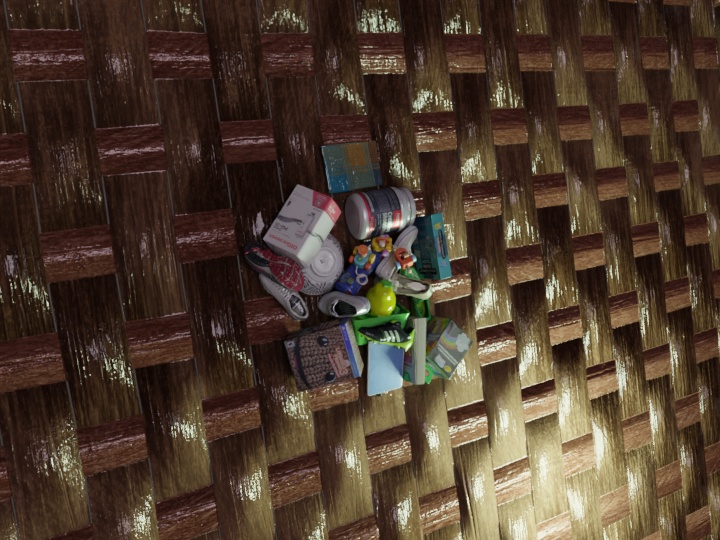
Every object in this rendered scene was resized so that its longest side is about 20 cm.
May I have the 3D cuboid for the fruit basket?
[{"bbox_3d":[0.049,0.115,1.734,0.210,0.155,0.223,-7,108,-23],"label":"fruit basket"}]

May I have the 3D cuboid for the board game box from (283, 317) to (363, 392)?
[{"bbox_3d":[-0.107,0.246,1.652,0.194,0.097,0.164,-16,97,8],"label":"board game box"}]

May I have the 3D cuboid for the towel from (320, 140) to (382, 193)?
[{"bbox_3d":[-0.027,-0.330,1.775,0.195,0.022,0.151,-13,96,-26],"label":"towel"}]

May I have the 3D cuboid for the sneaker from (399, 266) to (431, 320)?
[{"bbox_3d":[0.190,0.074,1.839,0.073,0.083,0.205,-25,100,-21],"label":"sneaker"}]

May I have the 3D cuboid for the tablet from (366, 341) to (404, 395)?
[{"bbox_3d":[0.079,0.298,1.766,0.126,0.014,0.206,-9,117,-22],"label":"tablet"}]

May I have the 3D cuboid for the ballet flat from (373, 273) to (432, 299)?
[{"bbox_3d":[0.134,0.045,1.776,0.194,0.069,0.072,9,86,8],"label":"ballet flat"}]

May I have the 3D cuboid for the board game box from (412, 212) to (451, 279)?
[{"bbox_3d":[0.225,-0.077,1.817,0.046,0.150,0.207,-12,95,-23],"label":"board game box"}]

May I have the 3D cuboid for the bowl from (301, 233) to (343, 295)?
[{"bbox_3d":[-0.124,-0.026,1.692,0.195,0.094,0.208,0,91,-24],"label":"bowl"}]

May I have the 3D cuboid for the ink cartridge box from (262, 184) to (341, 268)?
[{"bbox_3d":[-0.170,-0.130,1.633,0.203,0.144,0.083,-60,150,-14],"label":"ink cartridge box"}]

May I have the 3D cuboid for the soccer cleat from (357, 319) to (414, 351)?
[{"bbox_3d":[0.078,0.184,1.680,0.196,0.067,0.083,16,92,-31],"label":"soccer cleat"}]

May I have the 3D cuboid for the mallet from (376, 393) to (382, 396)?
[{"bbox_3d":[0.091,0.309,1.818,0.064,0.041,0.207,5,92,-7],"label":"mallet"}]

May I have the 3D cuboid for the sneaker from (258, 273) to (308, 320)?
[{"bbox_3d":[-0.222,0.064,1.653,0.076,0.080,0.201,-44,100,-12],"label":"sneaker"}]

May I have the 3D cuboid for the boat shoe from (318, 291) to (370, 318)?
[{"bbox_3d":[-0.064,0.102,1.659,0.066,0.196,0.076,-17,97,-49],"label":"boat shoe"}]

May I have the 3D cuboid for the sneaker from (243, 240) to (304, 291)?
[{"bbox_3d":[-0.246,-0.008,1.607,0.198,0.075,0.081,36,60,2],"label":"sneaker"}]

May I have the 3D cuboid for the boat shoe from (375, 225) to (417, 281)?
[{"bbox_3d":[0.130,-0.048,1.757,0.069,0.071,0.201,33,77,26],"label":"boat shoe"}]

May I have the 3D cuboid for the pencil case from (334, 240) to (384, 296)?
[{"bbox_3d":[0.000,0.000,1.741,0.077,0.087,0.201,33,63,9],"label":"pencil case"}]

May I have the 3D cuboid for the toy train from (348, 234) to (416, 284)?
[{"bbox_3d":[0.064,-0.042,1.683,0.195,0.056,0.153,-20,60,-12],"label":"toy train"}]

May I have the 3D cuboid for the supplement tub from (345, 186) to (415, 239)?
[{"bbox_3d":[0.061,-0.182,1.749,0.195,0.140,0.145,-13,95,-23],"label":"supplement tub"}]

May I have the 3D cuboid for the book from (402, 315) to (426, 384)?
[{"bbox_3d":[0.162,0.252,1.800,0.047,0.133,0.207,-1,89,-23],"label":"book"}]

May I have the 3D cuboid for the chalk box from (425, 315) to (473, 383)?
[{"bbox_3d":[0.253,0.272,1.848,0.124,0.123,0.202,43,75,-19],"label":"chalk box"}]
